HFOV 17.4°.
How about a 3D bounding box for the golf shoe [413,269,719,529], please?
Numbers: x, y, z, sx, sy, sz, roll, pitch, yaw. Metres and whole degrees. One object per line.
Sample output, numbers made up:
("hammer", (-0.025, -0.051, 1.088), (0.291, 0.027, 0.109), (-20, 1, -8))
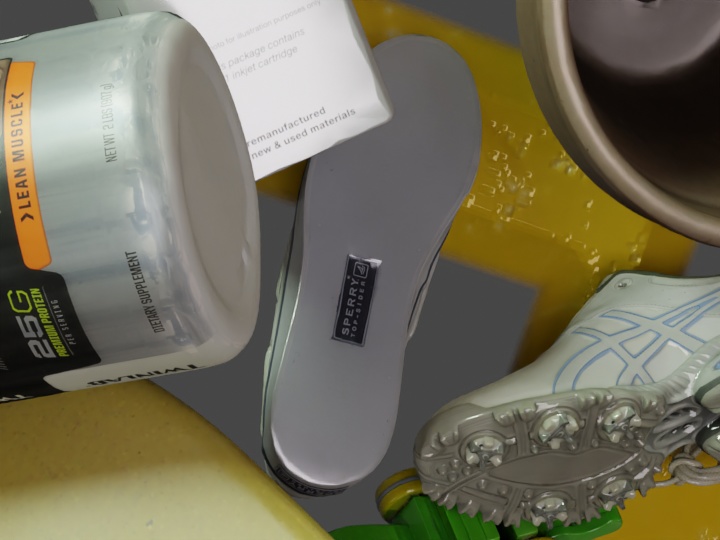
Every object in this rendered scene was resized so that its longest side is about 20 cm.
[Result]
("golf shoe", (0.108, 0.047, 1.016), (0.198, 0.098, 0.079), (-11, 136, -17))

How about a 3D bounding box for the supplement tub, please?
("supplement tub", (-0.142, -0.013, 0.810), (0.198, 0.123, 0.123), (-11, 102, 12))

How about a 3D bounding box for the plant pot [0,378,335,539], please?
("plant pot", (-0.103, 0.139, 0.884), (0.194, 0.196, 0.200), (-40, 72, -6))

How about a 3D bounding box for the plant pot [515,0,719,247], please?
("plant pot", (0.143, -0.118, 0.947), (0.199, 0.175, 0.202), (-2, 100, -12))

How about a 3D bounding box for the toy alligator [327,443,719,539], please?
("toy alligator", (0.071, 0.115, 1.036), (0.199, 0.060, 0.054), (-11, 146, -18))

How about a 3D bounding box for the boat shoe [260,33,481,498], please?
("boat shoe", (0.000, 0.000, 0.989), (0.071, 0.066, 0.202), (13, 75, -12))

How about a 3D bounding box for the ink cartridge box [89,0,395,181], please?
("ink cartridge box", (-0.072, -0.141, 0.907), (0.084, 0.146, 0.201), (-25, 103, -8))
